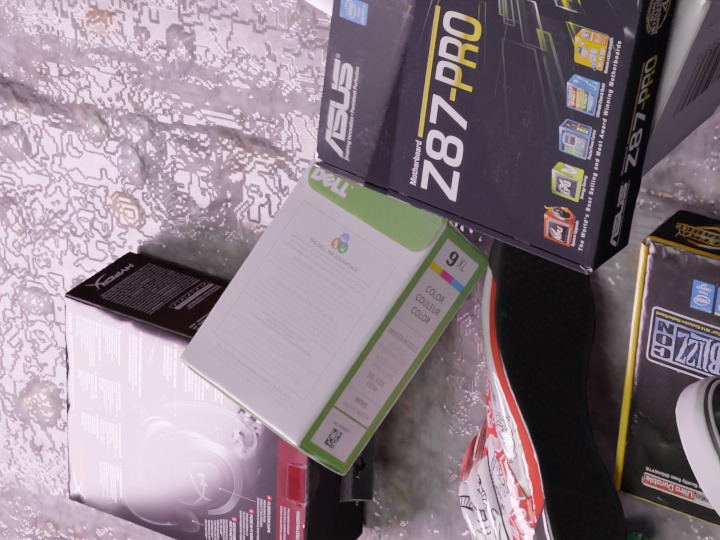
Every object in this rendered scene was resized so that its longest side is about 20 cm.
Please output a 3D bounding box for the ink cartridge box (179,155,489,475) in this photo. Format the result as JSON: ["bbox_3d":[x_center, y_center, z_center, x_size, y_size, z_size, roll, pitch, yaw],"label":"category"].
[{"bbox_3d":[0.000,0.000,1.332,0.104,0.059,0.201,33,88,37],"label":"ink cartridge box"}]

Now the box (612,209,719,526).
[{"bbox_3d":[0.238,0.071,1.263,0.199,0.049,0.161,18,120,25],"label":"box"}]

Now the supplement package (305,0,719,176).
[{"bbox_3d":[0.092,-0.153,1.202,0.199,0.117,0.118,32,127,16],"label":"supplement package"}]

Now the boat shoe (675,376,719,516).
[{"bbox_3d":[0.242,0.126,1.216,0.200,0.071,0.064,48,131,-7],"label":"boat shoe"}]

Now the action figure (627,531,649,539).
[{"bbox_3d":[0.101,0.208,1.419,0.118,0.055,0.200,50,125,6],"label":"action figure"}]

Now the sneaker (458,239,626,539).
[{"bbox_3d":[0.087,0.074,1.347,0.108,0.067,0.203,-17,83,64],"label":"sneaker"}]

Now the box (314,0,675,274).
[{"bbox_3d":[0.065,-0.118,1.131,0.160,0.049,0.201,24,122,25],"label":"box"}]

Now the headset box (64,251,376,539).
[{"bbox_3d":[-0.080,0.092,1.462,0.199,0.077,0.150,16,120,25],"label":"headset box"}]
